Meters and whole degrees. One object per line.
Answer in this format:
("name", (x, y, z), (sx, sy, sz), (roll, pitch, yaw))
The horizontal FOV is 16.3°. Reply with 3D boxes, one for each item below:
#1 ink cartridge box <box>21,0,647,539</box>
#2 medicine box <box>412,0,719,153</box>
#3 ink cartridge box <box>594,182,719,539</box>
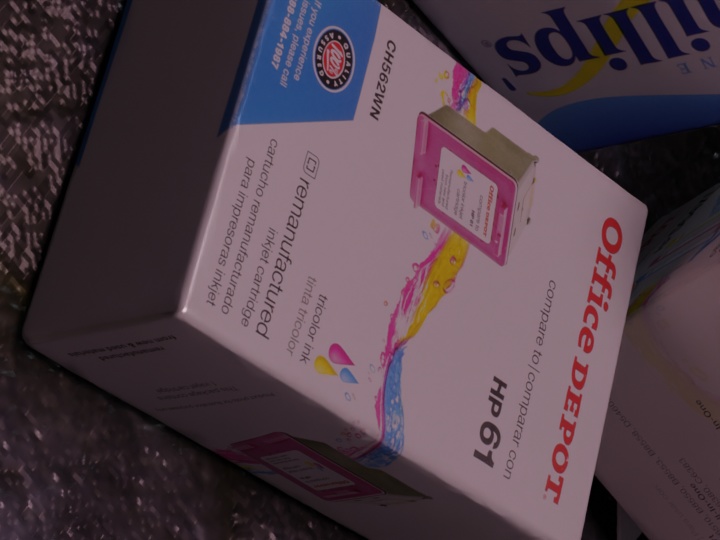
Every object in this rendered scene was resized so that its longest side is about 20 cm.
("ink cartridge box", (0.000, 0.000, 0.869), (0.200, 0.085, 0.145), (34, 60, -38))
("medicine box", (0.099, -0.153, 0.926), (0.200, 0.182, 0.103), (46, 54, -29))
("ink cartridge box", (0.170, 0.030, 0.969), (0.125, 0.200, 0.129), (50, 49, -5))
